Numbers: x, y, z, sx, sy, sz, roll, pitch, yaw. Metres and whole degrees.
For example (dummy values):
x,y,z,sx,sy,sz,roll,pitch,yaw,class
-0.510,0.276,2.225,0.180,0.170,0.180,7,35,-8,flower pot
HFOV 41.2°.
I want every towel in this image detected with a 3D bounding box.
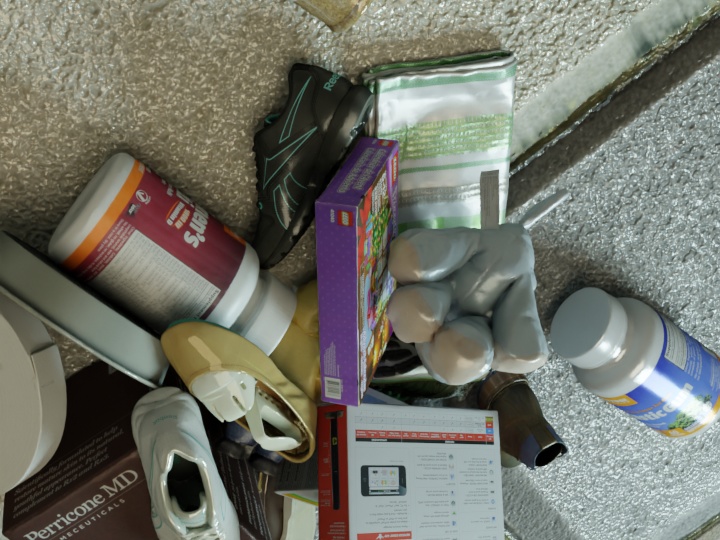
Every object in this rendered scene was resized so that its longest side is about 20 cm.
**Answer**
x,y,z,sx,sy,sz,roll,pitch,yaw,class
0.076,-0.101,0.907,0.148,0.031,0.201,-9,122,-11,towel

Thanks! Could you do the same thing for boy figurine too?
x,y,z,sx,sy,sz,roll,pitch,yaw,class
-0.073,0.091,0.925,0.123,0.064,0.201,23,89,3,boy figurine

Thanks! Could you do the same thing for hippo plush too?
x,y,z,sx,sy,sz,roll,pitch,yaw,class
0.087,0.023,0.911,0.158,0.202,0.161,13,159,-9,hippo plush

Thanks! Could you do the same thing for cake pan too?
x,y,z,sx,sy,sz,roll,pitch,yaw,class
-0.236,0.031,0.802,0.200,0.200,0.037,40,81,-31,cake pan

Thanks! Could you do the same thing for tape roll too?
x,y,z,sx,sy,sz,roll,pitch,yaw,class
-0.344,0.098,0.823,0.201,0.037,0.205,5,103,19,tape roll

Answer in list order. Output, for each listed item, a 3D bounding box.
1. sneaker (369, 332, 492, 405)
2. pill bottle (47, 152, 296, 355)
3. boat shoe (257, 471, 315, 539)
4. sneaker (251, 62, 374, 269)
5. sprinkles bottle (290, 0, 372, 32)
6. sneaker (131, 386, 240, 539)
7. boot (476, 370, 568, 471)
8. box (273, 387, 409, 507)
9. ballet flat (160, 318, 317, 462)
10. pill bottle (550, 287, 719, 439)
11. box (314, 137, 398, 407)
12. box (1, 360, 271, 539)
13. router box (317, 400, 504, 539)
x,y,z,sx,sy,sz,roll,pitch,yaw,class
0.044,0.114,1.004,0.198,0.077,0.089,3,127,-16,sneaker
-0.158,-0.001,0.830,0.200,0.110,0.110,37,104,-22,pill bottle
-0.090,0.275,1.062,0.072,0.059,0.201,-32,141,-48,boat shoe
-0.061,-0.092,0.858,0.079,0.075,0.201,29,116,0,sneaker
-0.078,-0.263,0.740,0.199,0.068,0.068,28,109,-29,sprinkles bottle
-0.142,0.196,0.792,0.070,0.080,0.202,-19,123,-11,sneaker
0.175,0.193,1.046,0.074,0.097,0.201,-28,144,-7,boot
0.027,0.203,0.996,0.199,0.113,0.101,26,154,-32,box
-0.092,0.107,0.807,0.068,0.063,0.200,-26,140,19,ballet flat
0.302,0.098,1.044,0.199,0.112,0.112,30,108,-29,pill bottle
0.000,0.000,0.856,0.039,0.137,0.202,8,122,13,box
-0.211,0.209,0.922,0.165,0.165,0.201,-32,124,4,box
0.051,0.221,0.912,0.199,0.049,0.181,10,73,-37,router box
